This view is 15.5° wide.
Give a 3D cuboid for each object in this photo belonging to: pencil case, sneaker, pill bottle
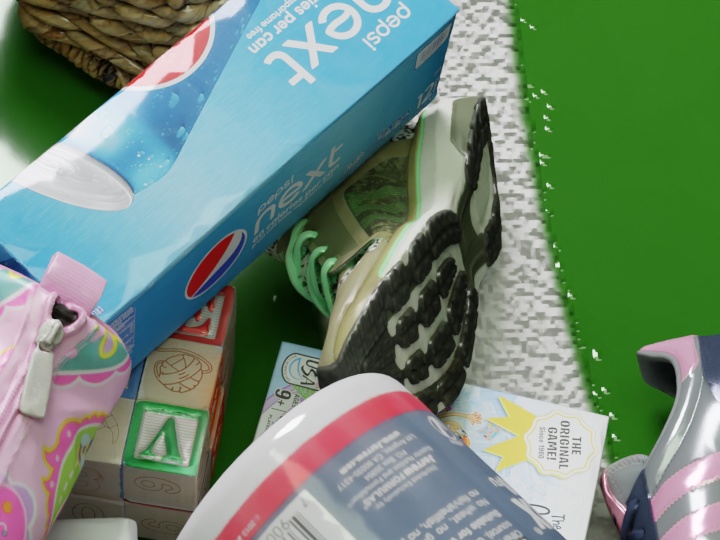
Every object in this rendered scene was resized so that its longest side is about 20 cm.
[{"bbox_3d":[-0.148,0.086,0.884,0.087,0.088,0.201,21,58,9],"label":"pencil case"},{"bbox_3d":[0.000,0.000,1.043,0.088,0.077,0.200,-5,26,17],"label":"sneaker"},{"bbox_3d":[0.038,0.142,0.899,0.119,0.120,0.200,-38,68,-24],"label":"pill bottle"},{"bbox_3d":[0.126,0.111,1.006,0.081,0.070,0.201,5,53,18],"label":"sneaker"}]

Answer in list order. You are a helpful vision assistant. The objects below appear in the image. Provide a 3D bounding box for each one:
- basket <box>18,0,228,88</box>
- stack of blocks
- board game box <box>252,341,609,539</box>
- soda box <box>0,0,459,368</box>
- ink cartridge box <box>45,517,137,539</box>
[{"bbox_3d":[-0.064,-0.167,1.153,0.142,0.149,0.201,5,50,40],"label":"basket"},{"bbox_3d":[-0.154,0.052,1.018,0.198,0.059,0.116,9,58,2],"label":"stack of blocks"},{"bbox_3d":[0.010,0.132,0.994,0.133,0.034,0.201,12,58,3],"label":"board game box"},{"bbox_3d":[-0.055,-0.045,1.009,0.068,0.064,0.200,41,64,14],"label":"soda box"},{"bbox_3d":[-0.146,0.191,0.917,0.143,0.085,0.201,-1,56,-5],"label":"ink cartridge box"}]
